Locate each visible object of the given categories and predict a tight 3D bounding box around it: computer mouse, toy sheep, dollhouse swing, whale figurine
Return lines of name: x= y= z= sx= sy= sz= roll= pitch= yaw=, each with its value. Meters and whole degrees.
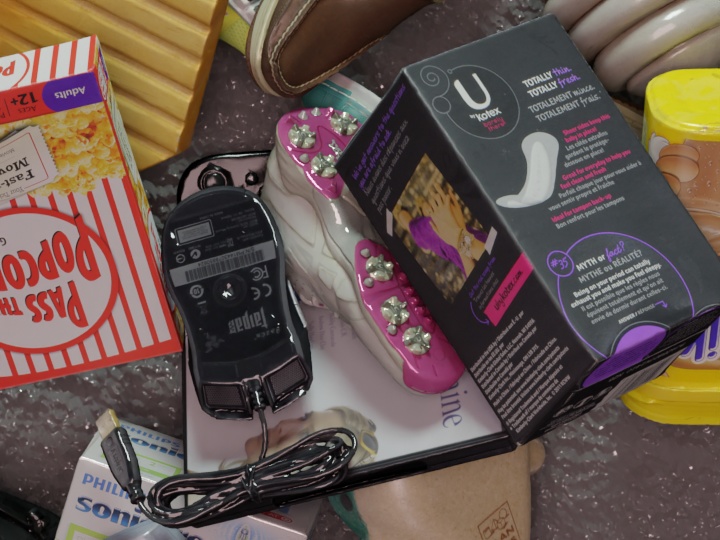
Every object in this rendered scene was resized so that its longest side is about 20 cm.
computer mouse: x=-0.091 y=0.057 z=1.550 sx=0.140 sy=0.046 sz=0.201 roll=-21 pitch=68 yaw=1
toy sheep: x=0.169 y=-0.173 z=1.581 sx=0.138 sy=0.138 sz=0.200 roll=-31 pitch=79 yaw=5
dollhouse swing: x=-0.205 y=-0.151 z=1.548 sx=0.176 sy=0.181 sz=0.201 roll=37 pitch=123 yaw=31
whale figurine: x=0.047 y=0.147 z=1.627 sx=0.159 sy=0.104 sz=0.201 roll=-39 pitch=117 yaw=-34

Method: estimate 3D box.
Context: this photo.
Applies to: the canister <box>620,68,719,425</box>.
canister: x=0.229 y=-0.014 z=1.561 sx=0.148 sy=0.087 sz=0.201 roll=0 pitch=122 yaw=-2

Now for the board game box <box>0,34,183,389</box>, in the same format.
board game box: x=-0.201 y=-0.028 z=1.574 sx=0.151 sy=0.046 sz=0.201 roll=-13 pitch=123 yaw=5

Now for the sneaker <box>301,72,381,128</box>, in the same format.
sneaker: x=0.028 y=-0.039 z=1.625 sx=0.200 sy=0.071 sz=0.080 roll=43 pitch=91 yaw=-1

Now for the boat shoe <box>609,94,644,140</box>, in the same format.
boat shoe: x=0.143 y=-0.072 z=1.615 sx=0.199 sy=0.074 sz=0.067 roll=17 pitch=89 yaw=2

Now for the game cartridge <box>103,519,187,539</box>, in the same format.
game cartridge: x=-0.156 y=0.243 z=1.574 sx=0.200 sy=0.041 sz=0.133 roll=-42 pitch=91 yaw=15

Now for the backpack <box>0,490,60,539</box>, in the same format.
backpack: x=-0.310 y=0.160 z=1.619 sx=0.200 sy=0.163 sz=0.154 roll=36 pitch=109 yaw=7

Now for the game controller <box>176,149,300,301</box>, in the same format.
game controller: x=-0.057 y=0.026 z=1.649 sx=0.104 sy=0.042 sz=0.201 roll=-4 pitch=94 yaw=4

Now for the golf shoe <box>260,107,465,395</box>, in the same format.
golf shoe: x=0.000 y=0.000 z=1.565 sx=0.075 sy=0.092 sz=0.200 roll=-6 pitch=56 yaw=-34

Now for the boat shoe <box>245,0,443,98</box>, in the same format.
boat shoe: x=0.016 y=-0.179 z=1.580 sx=0.202 sy=0.075 sz=0.075 roll=-50 pitch=131 yaw=-14

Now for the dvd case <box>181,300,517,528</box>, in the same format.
dvd case: x=-0.010 y=0.069 z=1.563 sx=0.199 sy=0.143 sz=0.018 roll=-14 pitch=137 yaw=11

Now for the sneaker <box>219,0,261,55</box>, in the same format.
sneaker: x=-0.115 y=-0.179 z=1.631 sx=0.200 sy=0.078 sz=0.090 roll=42 pitch=115 yaw=-2

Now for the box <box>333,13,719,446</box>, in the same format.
box: x=0.098 y=-0.024 z=1.501 sx=0.122 sy=0.106 sz=0.200 roll=-22 pitch=72 yaw=-35

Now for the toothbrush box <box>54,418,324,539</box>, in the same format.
toothbrush box: x=-0.122 y=0.212 z=1.624 sx=0.145 sy=0.086 sz=0.201 roll=20 pitch=105 yaw=2
